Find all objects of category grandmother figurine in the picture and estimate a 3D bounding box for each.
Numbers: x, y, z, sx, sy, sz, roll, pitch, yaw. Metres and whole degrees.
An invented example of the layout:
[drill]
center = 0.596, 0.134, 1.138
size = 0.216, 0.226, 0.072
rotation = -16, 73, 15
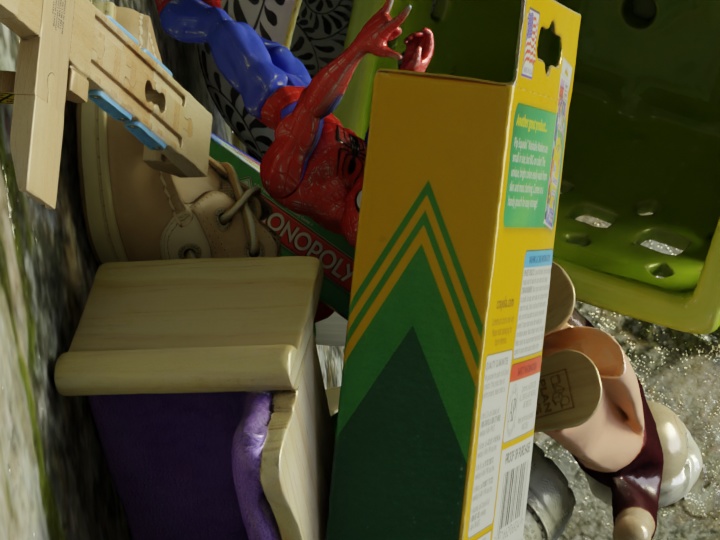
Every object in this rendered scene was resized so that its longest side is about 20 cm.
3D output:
[grandmother figurine]
center = 0.105, 0.064, 1.063
size = 0.200, 0.060, 0.122
rotation = 37, 44, -65

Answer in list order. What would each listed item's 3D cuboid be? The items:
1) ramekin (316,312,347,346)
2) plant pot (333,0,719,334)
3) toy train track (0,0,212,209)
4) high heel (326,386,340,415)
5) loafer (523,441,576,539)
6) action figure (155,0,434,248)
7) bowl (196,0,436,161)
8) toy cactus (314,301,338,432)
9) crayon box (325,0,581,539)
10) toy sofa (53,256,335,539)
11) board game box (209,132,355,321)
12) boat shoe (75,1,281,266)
[ramekin]
center = 0.009, -0.049, 1.404
size = 0.200, 0.097, 0.201
rotation = 178, -90, -89
[plant pot]
center = 0.118, -0.111, 1.135
size = 0.181, 0.200, 0.200
rotation = -36, 143, -62
[toy train track]
center = -0.093, -0.067, 0.780
size = 0.200, 0.032, 0.115
rotation = 41, 52, -69
[high heel]
center = -0.002, 0.132, 1.298
size = 0.200, 0.071, 0.143
rotation = 131, -53, -86
[loafer]
center = 0.013, 0.131, 1.127
size = 0.070, 0.200, 0.070
rotation = 49, 48, -7
[action figure]
center = -0.017, -0.089, 0.954
size = 0.065, 0.099, 0.200
rotation = 26, 25, -43
[bowl]
center = -0.021, -0.136, 1.167
size = 0.201, 0.094, 0.201
rotation = -48, 152, -37
[toy cactus]
center = -0.035, 0.062, 1.052
size = 0.200, 0.102, 0.165
rotation = -76, 151, -46
[crayon box]
center = 0.035, 0.002, 0.880
size = 0.126, 0.051, 0.201
rotation = -4, 101, -77
[toy sofa]
center = -0.045, 0.098, 0.875
size = 0.098, 0.083, 0.200
rotation = -76, 161, -48
[board game box]
center = 0.000, 0.000, 1.058
size = 0.029, 0.134, 0.200
rotation = -55, 157, 3
[boat shoe]
center = -0.062, -0.013, 0.927
size = 0.071, 0.064, 0.200
rotation = -89, 170, -54
